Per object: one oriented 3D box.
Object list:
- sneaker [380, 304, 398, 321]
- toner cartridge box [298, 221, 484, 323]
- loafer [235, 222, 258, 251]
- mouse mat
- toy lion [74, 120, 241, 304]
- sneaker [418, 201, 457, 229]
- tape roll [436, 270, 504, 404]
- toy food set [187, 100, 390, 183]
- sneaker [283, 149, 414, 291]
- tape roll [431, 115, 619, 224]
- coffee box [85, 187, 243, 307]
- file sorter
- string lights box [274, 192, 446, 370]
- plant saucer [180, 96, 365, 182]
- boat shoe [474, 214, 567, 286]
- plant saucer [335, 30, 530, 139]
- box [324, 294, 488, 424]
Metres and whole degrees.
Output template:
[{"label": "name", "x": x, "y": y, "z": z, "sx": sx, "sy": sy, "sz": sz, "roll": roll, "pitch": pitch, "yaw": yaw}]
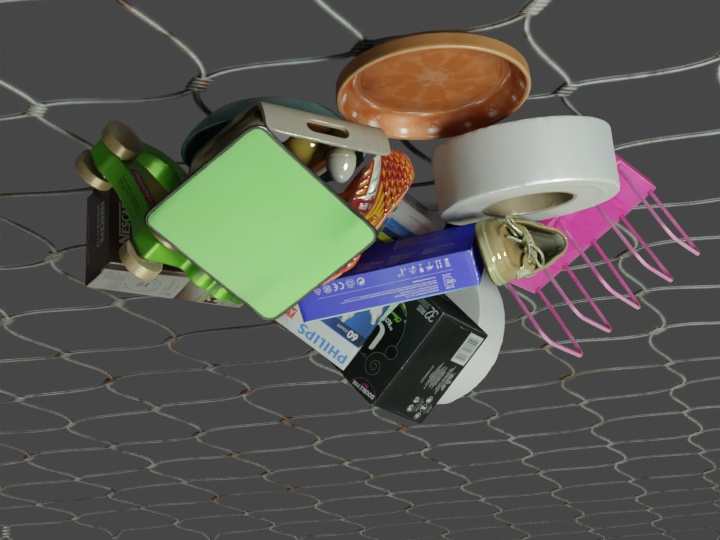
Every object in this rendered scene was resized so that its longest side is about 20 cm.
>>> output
[{"label": "sneaker", "x": -0.018, "y": -0.032, "z": 1.740, "sx": 0.118, "sy": 0.201, "sz": 0.074, "roll": -35, "pitch": -172, "yaw": 21}, {"label": "toner cartridge box", "x": 0.034, "y": 0.002, "z": 1.584, "sx": 0.197, "sy": 0.044, "sz": 0.095, "roll": -12, "pitch": -164, "yaw": 15}, {"label": "loafer", "x": -0.099, "y": -0.046, "z": 1.576, "sx": 0.072, "sy": 0.063, "sz": 0.200, "roll": -47, "pitch": 162, "yaw": 4}, {"label": "mouse mat", "x": -0.097, "y": -0.043, "z": 1.468, "sx": 0.160, "sy": 0.008, "sz": 0.200, "roll": -37, "pitch": 128, "yaw": 17}, {"label": "toy lion", "x": -0.190, "y": -0.054, "z": 1.572, "sx": 0.069, "sy": 0.201, "sz": 0.191, "roll": -43, "pitch": 151, "yaw": 21}, {"label": "sneaker", "x": 0.076, "y": -0.049, "z": 1.746, "sx": 0.197, "sy": 0.073, "sz": 0.072, "roll": 4, "pitch": 177, "yaw": 27}, {"label": "tape roll", "x": 0.087, "y": 0.070, "z": 1.921, "sx": 0.200, "sy": 0.205, "sz": 0.071, "roll": -17, "pitch": 156, "yaw": 30}, {"label": "toy food set", "x": -0.078, "y": -0.106, "z": 1.514, "sx": 0.142, "sy": 0.061, "sz": 0.199, "roll": 9, "pitch": 158, "yaw": -29}, {"label": "sneaker", "x": -0.016, "y": -0.045, "z": 1.576, "sx": 0.200, "sy": 0.073, "sz": 0.077, "roll": -43, "pitch": 178, "yaw": -18}, {"label": "tape roll", "x": 0.179, "y": -0.105, "z": 1.596, "sx": 0.199, "sy": 0.072, "sz": 0.203, "roll": -8, "pitch": 170, "yaw": -1}, {"label": "coffee box", "x": -0.216, "y": -0.033, "z": 1.720, "sx": 0.198, "sy": 0.116, "sz": 0.080, "roll": 8, "pitch": 157, "yaw": -30}, {"label": "file sorter", "x": 0.280, "y": -0.011, "z": 1.727, "sx": 0.200, "sy": 0.126, "sz": 0.139, "roll": -42, "pitch": 153, "yaw": 16}, {"label": "string lights box", "x": 0.000, "y": 0.000, "z": 1.676, "sx": 0.102, "sy": 0.201, "sz": 0.059, "roll": 35, "pitch": -167, "yaw": 2}, {"label": "plant saucer", "x": -0.093, "y": -0.140, "z": 1.567, "sx": 0.197, "sy": 0.036, "sz": 0.200, "roll": -1, "pitch": 162, "yaw": 0}, {"label": "boat shoe", "x": 0.174, "y": -0.028, "z": 1.595, "sx": 0.062, "sy": 0.074, "sz": 0.200, "roll": -18, "pitch": 178, "yaw": 20}, {"label": "plant saucer", "x": 0.073, "y": -0.190, "z": 1.485, "sx": 0.197, "sy": 0.033, "sz": 0.201, "roll": -4, "pitch": 160, "yaw": -2}, {"label": "box", "x": 0.030, "y": 0.065, "z": 1.841, "sx": 0.149, "sy": 0.200, "sz": 0.124, "roll": -52, "pitch": 144, "yaw": 8}]
